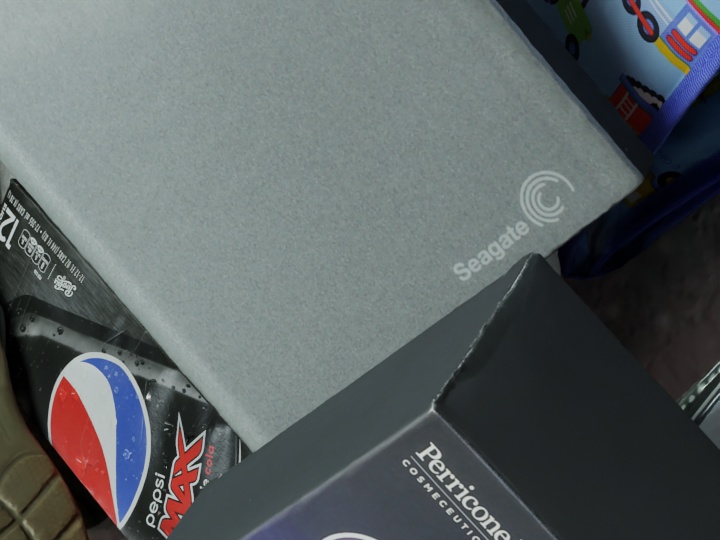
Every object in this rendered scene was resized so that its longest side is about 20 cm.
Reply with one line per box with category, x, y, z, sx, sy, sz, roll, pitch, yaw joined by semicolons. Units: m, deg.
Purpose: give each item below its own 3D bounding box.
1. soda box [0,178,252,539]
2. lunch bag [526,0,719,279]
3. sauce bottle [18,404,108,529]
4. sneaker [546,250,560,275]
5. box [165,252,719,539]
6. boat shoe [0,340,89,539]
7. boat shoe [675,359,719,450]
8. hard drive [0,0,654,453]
soda box;-0.058;0.047;0.910;0.200;0.071;0.063;44;119;41
lunch bag;0.078;-0.101;0.771;0.200;0.094;0.151;-45;57;47
sauce bottle;-0.169;0.084;1.039;0.200;0.065;0.065;-16;74;47
sneaker;0.000;0.000;0.849;0.200;0.080;0.086;45;154;58
box;0.054;0.116;0.689;0.200;0.079;0.141;47;126;-7
boat shoe;-0.137;0.087;0.917;0.068;0.072;0.200;112;142;-60
boat shoe;0.075;0.075;0.755;0.071;0.072;0.200;54;126;32
hard drive;-0.037;-0.062;0.723;0.140;0.033;0.200;-38;96;25
